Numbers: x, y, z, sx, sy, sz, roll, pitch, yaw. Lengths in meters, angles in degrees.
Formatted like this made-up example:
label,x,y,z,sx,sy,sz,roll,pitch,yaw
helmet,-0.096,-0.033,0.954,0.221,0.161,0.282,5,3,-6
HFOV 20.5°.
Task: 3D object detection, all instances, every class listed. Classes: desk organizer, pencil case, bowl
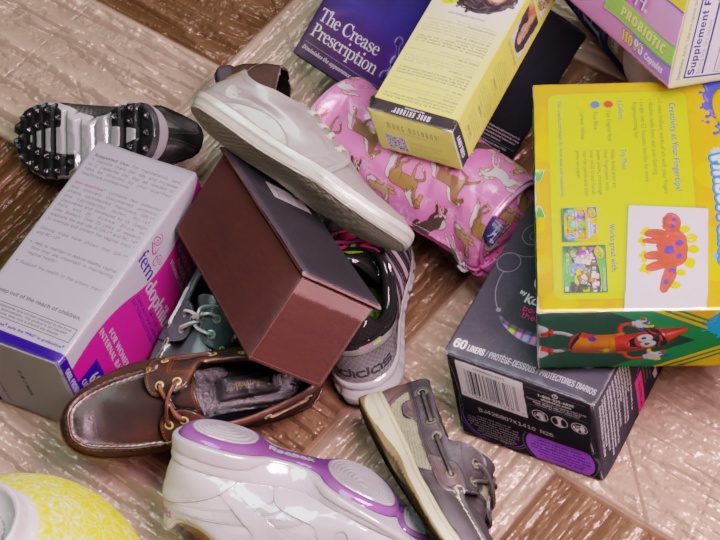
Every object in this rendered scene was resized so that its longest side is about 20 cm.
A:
label,x,y,z,sx,sy,sz,roll,pitch,yaw
desk organizer,-0.066,-0.005,1.479,0.077,0.072,0.200,-56,34,15
pencil case,0.045,-0.073,1.532,0.200,0.083,0.086,33,43,27
bowl,-0.258,0.211,1.408,0.199,0.108,0.201,-11,44,11

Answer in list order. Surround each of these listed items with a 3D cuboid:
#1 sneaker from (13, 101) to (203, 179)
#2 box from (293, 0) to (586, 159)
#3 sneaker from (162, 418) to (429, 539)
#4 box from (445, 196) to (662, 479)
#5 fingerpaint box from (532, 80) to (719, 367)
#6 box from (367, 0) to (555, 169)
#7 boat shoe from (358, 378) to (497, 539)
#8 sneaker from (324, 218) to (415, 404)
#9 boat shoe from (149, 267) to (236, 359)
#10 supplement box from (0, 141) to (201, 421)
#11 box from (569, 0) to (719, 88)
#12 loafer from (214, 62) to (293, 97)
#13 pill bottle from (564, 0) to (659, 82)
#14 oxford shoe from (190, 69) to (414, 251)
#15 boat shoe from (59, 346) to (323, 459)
label,x,y,z,sx,sy,sz,roll,pitch,yaw
sneaker,-0.210,-0.108,1.690,0.200,0.090,0.067,1,89,43
box,0.062,-0.185,1.634,0.200,0.079,0.141,35,96,33
sneaker,-0.048,0.178,1.430,0.199,0.100,0.075,20,15,8
box,0.162,0.031,1.457,0.122,0.106,0.200,18,59,23
fingerpaint box,0.203,-0.033,1.384,0.166,0.073,0.201,-2,54,4
box,0.084,-0.175,1.510,0.075,0.050,0.200,16,63,24
boat shoe,0.064,0.148,1.414,0.066,0.072,0.201,-31,47,-4
sneaker,0.000,0.000,1.535,0.073,0.088,0.201,-7,51,9
boat shoe,-0.124,0.036,1.554,0.073,0.062,0.200,13,58,21
supplement box,-0.207,0.012,1.570,0.103,0.101,0.200,17,59,25
box,0.267,-0.226,1.458,0.199,0.097,0.176,-10,38,-26
loafer,-0.068,-0.109,1.646,0.071,0.073,0.200,-20,51,0
pill bottle,0.250,-0.207,1.613,0.119,0.120,0.200,-26,51,-7
oxford shoe,-0.036,-0.086,1.497,0.200,0.075,0.058,37,74,11
boat shoe,-0.124,0.092,1.475,0.199,0.070,0.071,-15,87,-11
